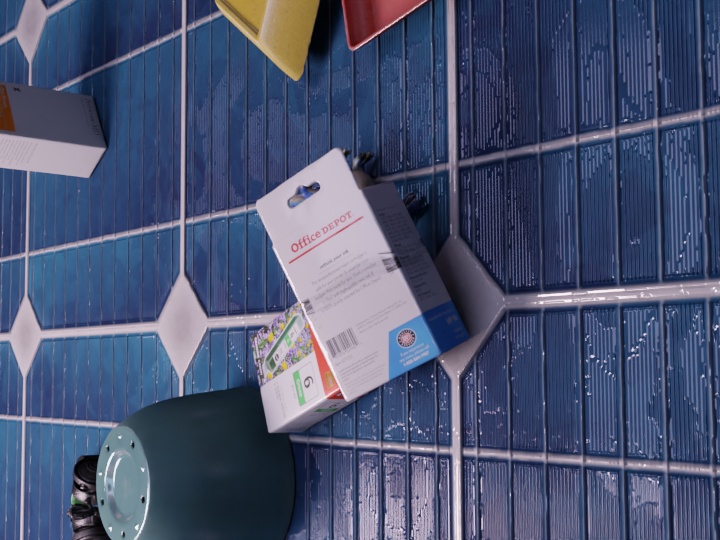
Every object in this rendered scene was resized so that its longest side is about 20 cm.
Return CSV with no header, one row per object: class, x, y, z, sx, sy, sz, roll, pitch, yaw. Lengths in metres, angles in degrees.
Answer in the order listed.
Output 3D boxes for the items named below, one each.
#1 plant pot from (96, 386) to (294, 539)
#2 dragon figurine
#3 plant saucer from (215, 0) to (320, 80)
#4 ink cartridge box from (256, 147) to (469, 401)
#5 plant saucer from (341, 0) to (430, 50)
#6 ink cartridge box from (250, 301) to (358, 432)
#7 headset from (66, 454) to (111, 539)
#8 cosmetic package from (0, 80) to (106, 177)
plant pot,-0.192,0.231,1.242,0.199,0.159,0.205,-5,83,50
dragon figurine,-0.022,-0.056,1.131,0.199,0.058,0.101,-26,67,46
plant saucer,-0.101,-0.336,1.230,0.200,0.048,0.203,48,130,49
ink cartridge box,0.000,0.000,1.029,0.115,0.068,0.202,-29,84,31
plant saucer,0.049,-0.338,1.083,0.199,0.036,0.203,-23,69,47
ink cartridge box,-0.033,0.079,1.141,0.199,0.050,0.111,-36,60,45
headset,-0.363,0.311,1.502,0.199,0.093,0.126,-10,80,62
cosmetic package,-0.467,-0.199,1.586,0.071,0.198,0.103,-46,55,38
